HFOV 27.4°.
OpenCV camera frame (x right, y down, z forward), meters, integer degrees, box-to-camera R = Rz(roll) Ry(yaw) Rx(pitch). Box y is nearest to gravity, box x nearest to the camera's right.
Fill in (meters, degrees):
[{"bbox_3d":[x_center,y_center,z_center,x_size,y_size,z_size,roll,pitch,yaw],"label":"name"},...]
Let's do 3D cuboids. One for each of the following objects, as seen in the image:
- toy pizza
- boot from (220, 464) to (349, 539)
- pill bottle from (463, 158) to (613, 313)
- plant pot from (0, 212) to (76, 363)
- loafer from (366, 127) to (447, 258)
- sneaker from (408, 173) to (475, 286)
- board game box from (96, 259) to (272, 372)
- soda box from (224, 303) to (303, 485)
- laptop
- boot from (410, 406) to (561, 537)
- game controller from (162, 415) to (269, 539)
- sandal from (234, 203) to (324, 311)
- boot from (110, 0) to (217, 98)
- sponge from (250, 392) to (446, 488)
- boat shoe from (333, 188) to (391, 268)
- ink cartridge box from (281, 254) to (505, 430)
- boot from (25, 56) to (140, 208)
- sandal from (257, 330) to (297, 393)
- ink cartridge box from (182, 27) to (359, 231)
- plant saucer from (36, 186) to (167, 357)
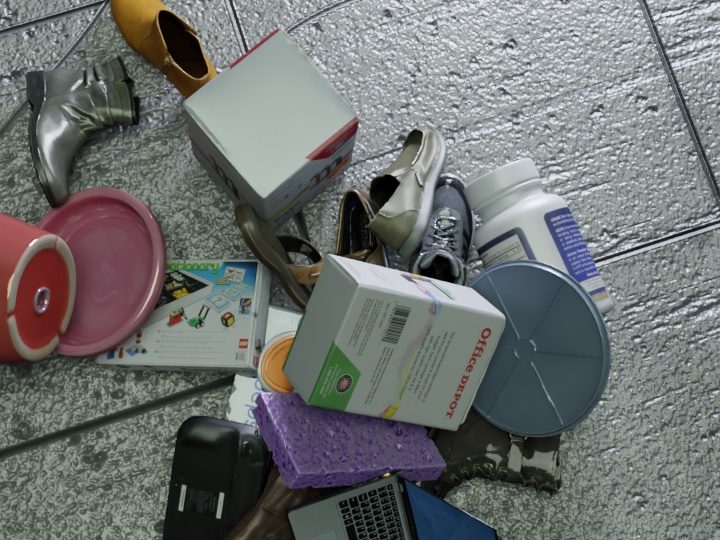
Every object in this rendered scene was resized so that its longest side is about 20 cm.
[{"bbox_3d":[0.190,0.086,1.654,0.199,0.032,0.201,5,100,31],"label":"toy pizza"},{"bbox_3d":[-0.090,0.306,1.639,0.064,0.186,0.200,34,87,43],"label":"boot"},{"bbox_3d":[0.201,-0.022,1.720,0.119,0.120,0.201,-23,83,-7],"label":"pill bottle"},{"bbox_3d":[-0.426,0.018,1.638,0.176,0.200,0.202,9,76,18],"label":"plant pot"},{"bbox_3d":[0.051,-0.104,1.725,0.069,0.075,0.201,25,42,-12],"label":"loafer"},{"bbox_3d":[0.097,-0.026,1.726,0.075,0.114,0.201,9,77,0],"label":"sneaker"},{"bbox_3d":[-0.203,0.051,1.702,0.199,0.035,0.127,0,74,22],"label":"board game box"},{"bbox_3d":[-0.115,0.143,1.705,0.063,0.068,0.201,13,77,2],"label":"soda box"},{"bbox_3d":[0.043,0.320,1.593,0.199,0.188,0.116,-18,45,-6],"label":"laptop"},{"bbox_3d":[0.145,0.227,1.694,0.173,0.069,0.201,14,75,2],"label":"boot"},{"bbox_3d":[-0.163,0.255,1.646,0.104,0.042,0.201,15,113,9],"label":"game controller"},{"bbox_3d":[-0.075,-0.014,1.682,0.054,0.200,0.082,-32,40,6],"label":"sandal"},{"bbox_3d":[-0.234,-0.286,1.760,0.071,0.144,0.201,-37,81,-10],"label":"boot"},{"bbox_3d":[-0.012,0.182,1.605,0.199,0.030,0.112,3,43,-36],"label":"sponge"},{"bbox_3d":[0.000,0.000,1.728,0.072,0.072,0.201,-16,70,17],"label":"boat shoe"},{"bbox_3d":[0.037,0.080,1.600,0.199,0.084,0.145,13,107,-32],"label":"ink cartridge box"},{"bbox_3d":[-0.324,-0.172,1.750,0.130,0.068,0.201,-10,58,-3],"label":"boot"},{"bbox_3d":[-0.016,0.117,1.678,0.206,0.059,0.080,14,78,-27],"label":"sandal"},{"bbox_3d":[-0.102,-0.154,1.707,0.145,0.200,0.145,-40,84,-9],"label":"ink cartridge box"},{"bbox_3d":[-0.304,0.005,1.709,0.199,0.051,0.202,-7,71,23],"label":"plant saucer"}]
